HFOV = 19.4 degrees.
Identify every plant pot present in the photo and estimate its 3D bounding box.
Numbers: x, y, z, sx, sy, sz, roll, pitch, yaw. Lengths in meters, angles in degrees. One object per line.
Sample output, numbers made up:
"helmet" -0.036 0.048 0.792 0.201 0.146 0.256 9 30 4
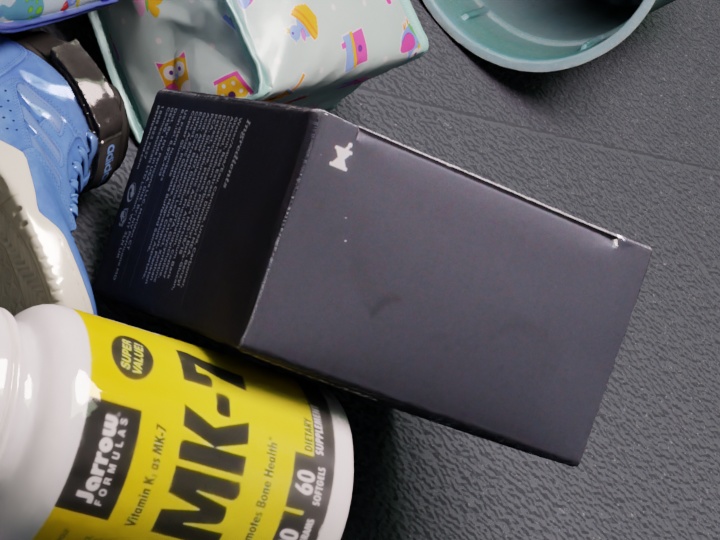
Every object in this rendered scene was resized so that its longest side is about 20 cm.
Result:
"plant pot" 0.159 -0.250 1.481 0.200 0.200 0.196 50 28 10

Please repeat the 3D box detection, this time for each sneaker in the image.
"sneaker" -0.151 -0.045 1.062 0.111 0.077 0.200 -11 55 -38

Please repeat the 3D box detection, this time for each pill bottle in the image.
"pill bottle" -0.113 0.081 0.943 0.199 0.114 0.115 18 43 -30

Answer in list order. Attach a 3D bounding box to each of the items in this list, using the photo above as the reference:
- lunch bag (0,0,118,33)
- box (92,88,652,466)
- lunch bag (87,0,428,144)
"lunch bag" -0.178 -0.226 1.074 0.082 0.201 0.161 8 14 24
"box" 0.000 0.000 1.046 0.196 0.118 0.200 21 -3 -27
"lunch bag" -0.079 -0.184 1.214 0.170 0.122 0.201 -22 86 -51
